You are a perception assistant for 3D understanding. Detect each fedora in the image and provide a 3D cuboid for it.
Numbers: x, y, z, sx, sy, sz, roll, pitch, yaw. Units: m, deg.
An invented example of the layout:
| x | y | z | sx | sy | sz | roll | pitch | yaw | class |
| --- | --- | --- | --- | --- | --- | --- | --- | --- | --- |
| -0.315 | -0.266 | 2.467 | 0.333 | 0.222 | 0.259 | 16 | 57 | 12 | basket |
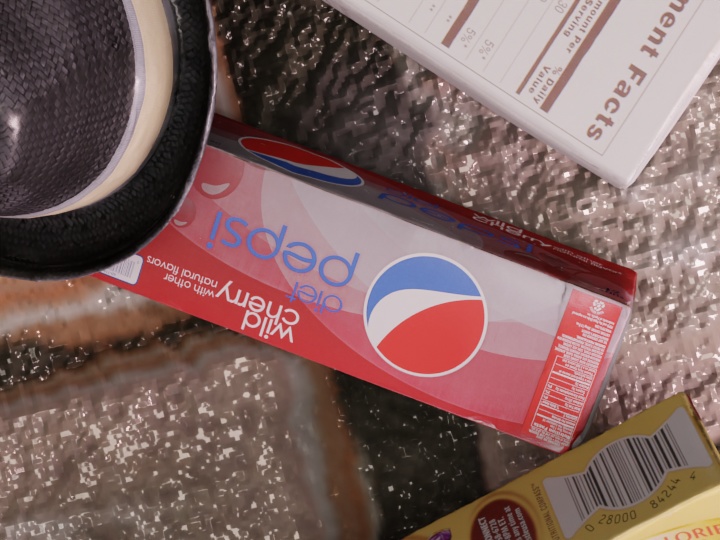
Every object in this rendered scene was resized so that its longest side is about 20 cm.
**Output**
| x | y | z | sx | sy | sz | roll | pitch | yaw | class |
| --- | --- | --- | --- | --- | --- | --- | --- | --- | --- |
| -0.151 | -0.077 | 0.755 | 0.199 | 0.092 | 0.202 | 9 | 110 | 27 | fedora |

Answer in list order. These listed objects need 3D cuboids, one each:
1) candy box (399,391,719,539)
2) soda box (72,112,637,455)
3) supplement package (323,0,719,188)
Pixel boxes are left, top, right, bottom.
| x | y | z | sx | sy | sz | roll | pitch | yaw | class |
| --- | --- | --- | --- | --- | --- | --- | --- | --- | --- |
| 0.058 | 0.141 | 0.807 | 0.199 | 0.057 | 0.117 | -29 | 125 | 5 | candy box |
| 0.000 | 0.000 | 0.823 | 0.199 | 0.070 | 0.064 | 21 | 103 | 5 | soda box |
| 0.043 | -0.129 | 0.790 | 0.199 | 0.117 | 0.118 | 33 | 94 | 3 | supplement package |
